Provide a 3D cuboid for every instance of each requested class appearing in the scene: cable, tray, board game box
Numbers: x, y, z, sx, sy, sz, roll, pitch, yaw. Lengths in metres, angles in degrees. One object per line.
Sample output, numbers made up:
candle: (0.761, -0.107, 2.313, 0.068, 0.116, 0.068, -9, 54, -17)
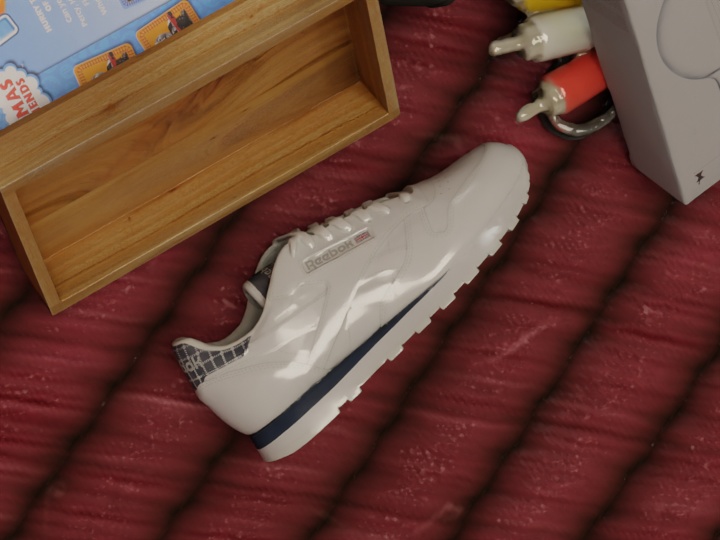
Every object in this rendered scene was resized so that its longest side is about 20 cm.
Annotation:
cable: (0.152, -0.131, 1.230, 0.199, 0.050, 0.098, -22, 104, -14)
tray: (-0.079, -0.067, 1.149, 0.199, 0.037, 0.099, -31, 145, -13)
board game box: (-0.127, -0.146, 1.159, 0.199, 0.037, 0.152, -31, 100, -13)

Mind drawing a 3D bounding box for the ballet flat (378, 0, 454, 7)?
ballet flat: (0.009, -0.192, 1.111, 0.068, 0.068, 0.201, -9, 138, 2)

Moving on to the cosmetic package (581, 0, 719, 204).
cosmetic package: (0.208, -0.149, 1.206, 0.200, 0.052, 0.151, -36, 137, -12)

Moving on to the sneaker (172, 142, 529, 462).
sneaker: (0.000, 0.000, 1.186, 0.081, 0.076, 0.200, 46, 80, -3)
